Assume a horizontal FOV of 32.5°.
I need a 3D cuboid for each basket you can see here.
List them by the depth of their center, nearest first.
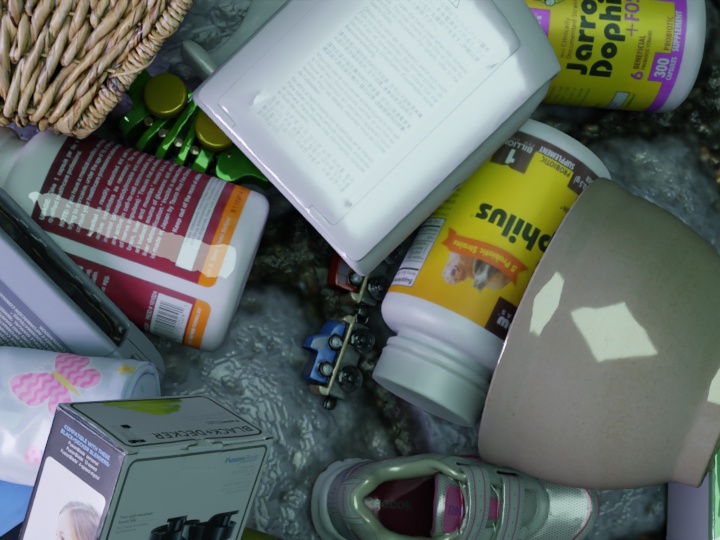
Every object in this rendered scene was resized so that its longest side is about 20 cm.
[{"bbox_3d":[-0.169,-0.169,0.798,0.148,0.200,0.143,4,123,-8],"label":"basket"}]

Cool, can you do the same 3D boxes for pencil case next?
[{"bbox_3d":[-0.220,0.090,0.746,0.199,0.083,0.091,3,51,7],"label":"pencil case"}]

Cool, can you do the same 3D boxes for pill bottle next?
[{"bbox_3d":[-0.169,-0.028,0.819,0.199,0.113,0.113,20,80,-4],"label":"pill bottle"},{"bbox_3d":[0.086,0.002,0.849,0.109,0.109,0.200,28,79,-3],"label":"pill bottle"},{"bbox_3d":[0.136,-0.172,0.884,0.199,0.104,0.105,3,81,-7],"label":"pill bottle"}]

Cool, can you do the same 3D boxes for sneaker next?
[{"bbox_3d":[0.069,0.164,0.833,0.199,0.088,0.082,-1,82,-8],"label":"sneaker"}]

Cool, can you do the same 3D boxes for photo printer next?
[{"bbox_3d":[0.016,-0.123,0.801,0.200,0.069,0.166,-45,87,1],"label":"photo printer"}]

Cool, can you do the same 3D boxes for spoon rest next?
[{"bbox_3d":[-0.050,-0.193,0.896,0.200,0.061,0.099,-41,90,-24],"label":"spoon rest"}]

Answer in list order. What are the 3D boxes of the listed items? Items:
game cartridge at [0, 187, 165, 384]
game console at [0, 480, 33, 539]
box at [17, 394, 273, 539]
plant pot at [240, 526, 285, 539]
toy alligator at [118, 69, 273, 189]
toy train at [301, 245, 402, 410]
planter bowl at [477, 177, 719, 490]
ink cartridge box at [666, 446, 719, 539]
[{"bbox_3d":[-0.234,0.024,0.779,0.200,0.133,0.042,51,35,-25],"label":"game cartridge"},{"bbox_3d":[-0.265,0.161,0.735,0.200,0.031,0.177,26,49,34],"label":"game console"},{"bbox_3d":[-0.133,0.172,0.685,0.060,0.116,0.201,27,105,34],"label":"box"},{"bbox_3d":[-0.014,0.265,0.777,0.199,0.187,0.188,14,80,-22],"label":"plant pot"},{"bbox_3d":[-0.101,-0.079,0.862,0.200,0.059,0.054,33,79,-2],"label":"toy alligator"},{"bbox_3d":[0.000,0.000,0.874,0.046,0.034,0.201,20,79,-15],"label":"toy train"},{"bbox_3d":[0.178,0.058,0.788,0.134,0.200,0.201,24,78,20],"label":"planter bowl"},{"bbox_3d":[0.324,0.189,0.864,0.199,0.088,0.146,5,80,-8],"label":"ink cartridge box"}]
